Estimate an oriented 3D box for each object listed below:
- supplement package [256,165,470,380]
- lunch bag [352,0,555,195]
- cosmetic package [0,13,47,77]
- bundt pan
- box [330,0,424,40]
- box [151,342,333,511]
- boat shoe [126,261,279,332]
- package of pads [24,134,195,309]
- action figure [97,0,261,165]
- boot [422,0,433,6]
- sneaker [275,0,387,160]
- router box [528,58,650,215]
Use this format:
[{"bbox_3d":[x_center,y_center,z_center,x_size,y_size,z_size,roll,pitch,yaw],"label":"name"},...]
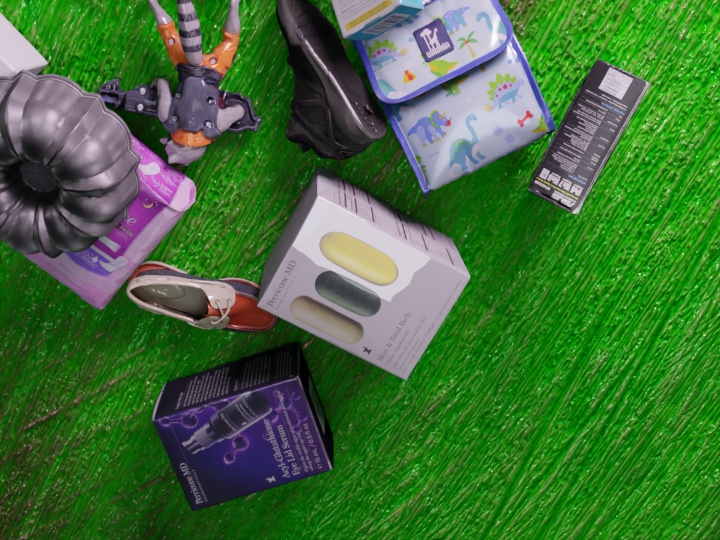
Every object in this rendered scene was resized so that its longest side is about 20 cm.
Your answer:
[{"bbox_3d":[0.000,0.000,0.965,0.199,0.151,0.152,27,106,-12],"label":"supplement package"},{"bbox_3d":[0.106,-0.214,0.919,0.169,0.127,0.201,-24,96,8],"label":"lunch bag"},{"bbox_3d":[-0.497,-0.230,0.870,0.200,0.123,0.200,-40,107,9],"label":"cosmetic package"},{"bbox_3d":[-0.336,-0.098,0.829,0.200,0.076,0.203,0,123,0],"label":"bundt pan"},{"bbox_3d":[-0.006,-0.355,0.844,0.082,0.049,0.202,-18,89,37],"label":"box"},{"bbox_3d":[-0.151,0.205,1.053,0.198,0.104,0.149,-18,110,3],"label":"box"},{"bbox_3d":[-0.197,0.040,1.015,0.198,0.063,0.072,17,106,-11],"label":"boat shoe"},{"bbox_3d":[-0.299,-0.057,0.949,0.120,0.076,0.200,37,117,-19],"label":"package of pads"},{"bbox_3d":[-0.213,-0.216,0.906,0.198,0.105,0.195,1,102,-4],"label":"action figure"},{"bbox_3d":[0.098,-0.382,0.864,0.072,0.090,0.201,19,110,-25],"label":"boot"},{"bbox_3d":[-0.060,-0.214,0.925,0.114,0.076,0.200,-31,89,40],"label":"sneaker"},{"bbox_3d":[0.253,-0.152,0.902,0.062,0.200,0.151,28,105,8],"label":"router box"}]
